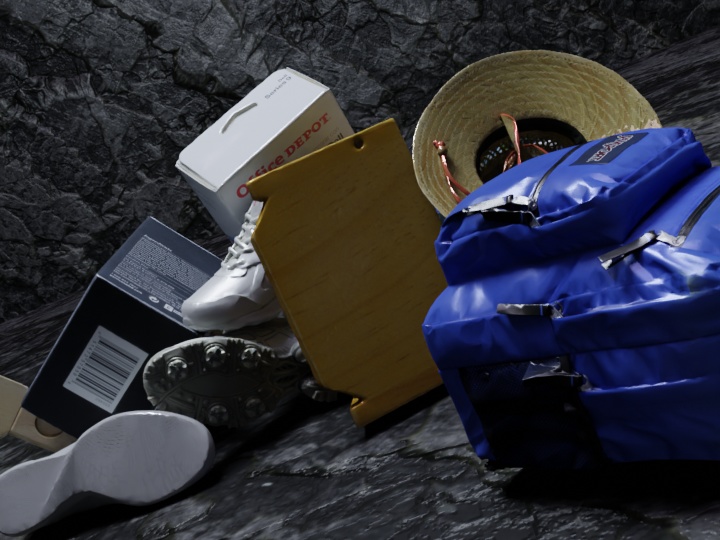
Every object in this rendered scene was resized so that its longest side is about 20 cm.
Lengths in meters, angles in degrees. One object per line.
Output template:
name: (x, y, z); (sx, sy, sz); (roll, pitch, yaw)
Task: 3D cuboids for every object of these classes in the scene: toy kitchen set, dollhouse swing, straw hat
toy kitchen set: (-0.330, 0.200, 0.860); (0.163, 0.180, 0.200); (-8, 58, 66)
dollhouse swing: (0.000, 0.000, 0.813); (0.182, 0.200, 0.176); (-26, 4, -18)
straw hat: (0.136, -0.077, 0.781); (0.201, 0.201, 0.085); (-26, -29, -14)

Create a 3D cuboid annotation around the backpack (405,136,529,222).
backpack: (0.147, -0.129, 1.296); (0.200, 0.147, 0.183); (-24, 10, -29)

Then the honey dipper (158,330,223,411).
honey dipper: (-0.152, 0.081, 0.957); (0.038, 0.038, 0.200); (-17, 36, 32)

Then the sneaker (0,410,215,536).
sneaker: (-0.205, 0.163, 0.808); (0.200, 0.075, 0.088); (-18, -9, 13)

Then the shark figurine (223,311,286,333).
shark figurine: (-0.083, 0.071, 0.990); (0.214, 0.089, 0.128); (-22, 40, 55)

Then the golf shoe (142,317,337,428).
golf shoe: (-0.092, 0.080, 0.836); (0.200, 0.078, 0.097); (-4, 16, -24)

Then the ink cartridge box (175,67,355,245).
ink cartridge box: (-0.062, -0.072, 0.945); (0.145, 0.200, 0.087); (-44, 43, -13)

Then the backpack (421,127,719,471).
backpack: (0.147, 0.016, 0.504); (0.200, 0.168, 0.163); (-6, 26, 48)

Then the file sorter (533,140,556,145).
file sorter: (0.161, -0.046, 0.903); (0.200, 0.125, 0.139); (-26, 10, -11)

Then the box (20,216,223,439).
box: (-0.214, 0.058, 0.925); (0.148, 0.107, 0.200); (-56, 10, 16)

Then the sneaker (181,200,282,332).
sneaker: (-0.084, -0.022, 0.845); (0.078, 0.099, 0.200); (5, 33, 46)
